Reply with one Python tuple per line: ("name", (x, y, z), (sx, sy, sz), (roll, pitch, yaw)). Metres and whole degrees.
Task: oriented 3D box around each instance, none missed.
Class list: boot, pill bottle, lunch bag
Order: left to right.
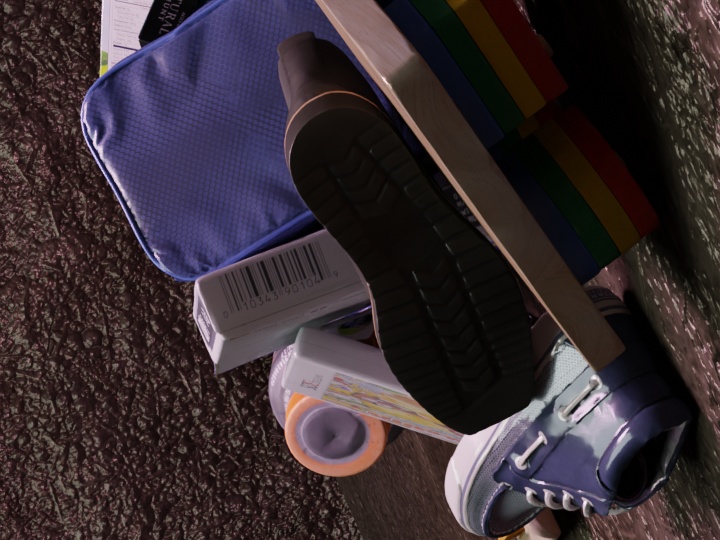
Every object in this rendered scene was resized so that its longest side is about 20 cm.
("lunch bag", (-0.039, -0.089, 1.323), (0.137, 0.199, 0.132), (63, -163, 5))
("pill bottle", (-0.009, 0.060, 1.648), (0.200, 0.105, 0.107), (-81, -26, -58))
("boot", (0.023, -0.027, 1.199), (0.139, 0.077, 0.201), (-108, -7, -64))
("boot", (0.107, 0.104, 1.229), (0.091, 0.072, 0.201), (58, 149, 29))

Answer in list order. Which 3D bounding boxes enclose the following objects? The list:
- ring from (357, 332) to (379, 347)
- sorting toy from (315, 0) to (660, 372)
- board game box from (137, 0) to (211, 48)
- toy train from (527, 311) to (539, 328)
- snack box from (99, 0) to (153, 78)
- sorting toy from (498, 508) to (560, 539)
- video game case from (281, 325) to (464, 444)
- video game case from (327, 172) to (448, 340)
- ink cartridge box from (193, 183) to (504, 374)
("ring", (-0.033, -0.024, 1.586), (0.200, 0.019, 0.201), (36, -153, -22))
("sorting toy", (0.052, -0.084, 1.072), (0.199, 0.069, 0.200), (52, -178, -38))
("board game box", (-0.081, -0.200, 1.444), (0.028, 0.201, 0.135), (18, 164, 9))
("toy train", (0.099, 0.063, 1.496), (0.046, 0.034, 0.200), (55, 172, 5))
("snack box", (-0.110, -0.191, 1.547), (0.200, 0.053, 0.143), (-51, -30, -60))
("sorting toy", (0.087, 0.121, 1.680), (0.200, 0.036, 0.186), (75, 170, -78))
("video game case", (0.052, 0.083, 1.391), (0.182, 0.199, 0.023), (116, 171, -81))
("video game case", (-0.017, -0.088, 1.471), (0.201, 0.045, 0.182), (62, 141, 29))
("ink cartridge box", (0.000, 0.000, 1.348), (0.200, 0.197, 0.044), (119, 129, -80))
